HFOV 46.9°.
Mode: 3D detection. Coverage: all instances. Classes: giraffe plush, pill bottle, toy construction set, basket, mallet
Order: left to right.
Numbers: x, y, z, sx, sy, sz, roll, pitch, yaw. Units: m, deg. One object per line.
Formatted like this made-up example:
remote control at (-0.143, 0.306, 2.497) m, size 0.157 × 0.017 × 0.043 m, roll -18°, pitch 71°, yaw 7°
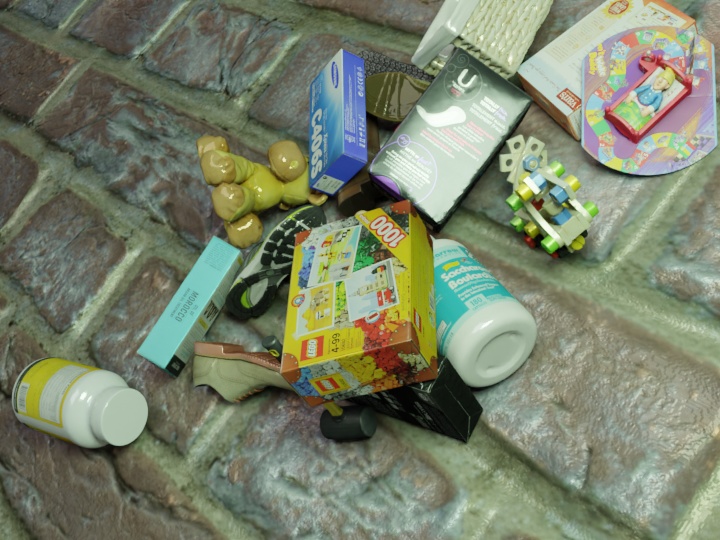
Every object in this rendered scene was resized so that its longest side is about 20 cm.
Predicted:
pill bottle at (-0.406, 0.195, 1.209) m, size 0.200 × 0.112 × 0.112 m, roll 7°, pitch 63°, yaw 36°
giraffe plush at (-0.136, -0.129, 1.245) m, size 0.162 × 0.200 × 0.173 m, roll -20°, pitch 71°, yaw -2°
mallet at (-0.043, 0.137, 0.957) m, size 0.066 × 0.200 × 0.041 m, roll -5°, pitch 49°, yaw 25°
pill bottle at (0.111, 0.037, 0.988) m, size 0.111 × 0.111 × 0.200 m, roll -40°, pitch 47°, yaw 2°
basket at (0.184, -0.362, 1.188) m, size 0.200 × 0.123 × 0.136 m, roll -62°, pitch 11°, yaw -17°
toy construction set at (0.210, -0.085, 0.982) m, size 0.092 × 0.131 × 0.200 m, roll -37°, pitch 20°, yaw 13°

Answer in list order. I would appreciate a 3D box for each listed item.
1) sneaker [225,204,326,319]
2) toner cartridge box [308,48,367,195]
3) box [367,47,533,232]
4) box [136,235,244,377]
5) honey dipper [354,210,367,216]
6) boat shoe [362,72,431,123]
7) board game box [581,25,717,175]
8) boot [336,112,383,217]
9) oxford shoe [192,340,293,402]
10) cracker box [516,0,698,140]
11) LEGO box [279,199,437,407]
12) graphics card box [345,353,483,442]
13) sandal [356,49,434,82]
sneaker at (-0.125, -0.025, 1.192) m, size 0.200 × 0.074 × 0.081 m, roll -45°, pitch 28°, yaw 18°
toner cartridge box at (-0.035, -0.219, 1.223) m, size 0.095 × 0.043 × 0.200 m, roll -38°, pitch 44°, yaw 44°
box at (0.114, -0.166, 1.088) m, size 0.122 × 0.106 × 0.200 m, roll 37°, pitch 89°, yaw 5°
box at (-0.242, 0.054, 1.213) m, size 0.049 × 0.082 × 0.200 m, roll 29°, pitch 75°, yaw 9°
honey dipper at (0.027, 0.014, 1.057) m, size 0.038 × 0.038 × 0.200 m, roll -21°, pitch 73°, yaw 19°
boat shoe at (0.092, -0.243, 1.211) m, size 0.200 × 0.063 × 0.073 m, roll 9°, pitch 87°, yaw 27°
board game box at (0.350, -0.217, 1.013) m, size 0.158 × 0.039 × 0.200 m, roll 0°, pitch 76°, yaw 17°
boot at (0.032, -0.191, 1.243) m, size 0.186 × 0.064 × 0.200 m, roll -23°, pitch 44°, yaw 15°
oxford shoe at (-0.146, 0.144, 1.123) m, size 0.200 × 0.071 × 0.074 m, roll 8°, pitch 89°, yaw 36°
cracker box at (0.328, -0.282, 1.113) m, size 0.200 × 0.058 × 0.134 m, roll -36°, pitch 46°, yaw 5°
LEGO box at (0.001, 0.034, 0.915) m, size 0.149 × 0.077 × 0.200 m, roll -16°, pitch 45°, yaw 19°
graphics card box at (0.031, 0.126, 0.965) m, size 0.200 × 0.125 × 0.051 m, roll 13°, pitch 62°, yaw 40°
sandal at (0.073, -0.283, 1.278) m, size 0.200 × 0.045 × 0.075 m, roll 34°, pitch 95°, yaw 28°
